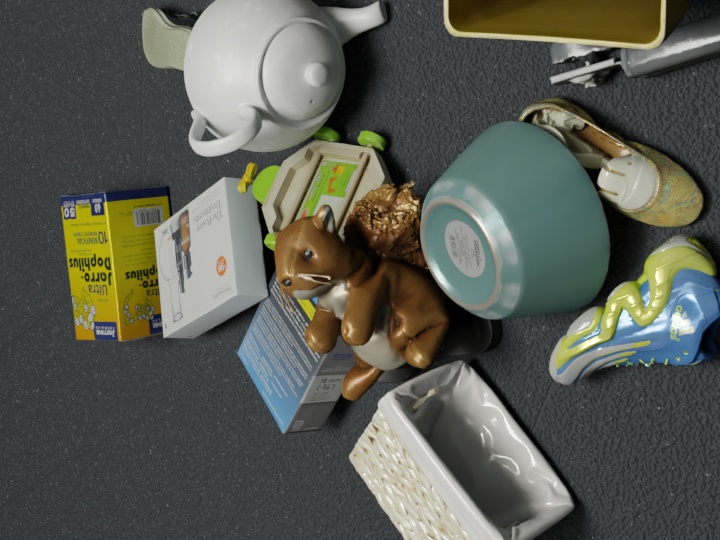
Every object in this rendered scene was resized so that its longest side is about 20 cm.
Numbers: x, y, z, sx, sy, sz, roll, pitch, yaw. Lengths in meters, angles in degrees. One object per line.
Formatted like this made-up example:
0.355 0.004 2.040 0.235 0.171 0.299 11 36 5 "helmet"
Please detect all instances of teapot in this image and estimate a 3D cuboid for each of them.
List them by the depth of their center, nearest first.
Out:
-0.090 -0.216 1.242 0.146 0.196 0.202 20 101 49 "teapot"

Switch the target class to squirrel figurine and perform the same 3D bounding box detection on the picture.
0.000 0.000 1.176 0.186 0.201 0.141 42 147 -15 "squirrel figurine"

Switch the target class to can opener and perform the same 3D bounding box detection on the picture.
0.258 -0.210 1.030 0.199 0.053 0.067 -13 89 41 "can opener"

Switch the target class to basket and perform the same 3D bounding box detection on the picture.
0.099 0.218 1.183 0.200 0.135 0.124 52 132 20 "basket"

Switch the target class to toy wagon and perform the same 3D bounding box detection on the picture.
-0.056 -0.090 1.296 0.199 0.040 0.156 12 72 39 "toy wagon"

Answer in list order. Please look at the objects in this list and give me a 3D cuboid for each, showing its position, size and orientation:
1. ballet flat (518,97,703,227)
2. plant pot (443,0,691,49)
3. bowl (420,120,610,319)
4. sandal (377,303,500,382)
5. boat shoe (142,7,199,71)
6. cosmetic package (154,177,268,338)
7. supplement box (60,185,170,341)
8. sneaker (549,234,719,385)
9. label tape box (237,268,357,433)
0.227 -0.101 1.067 0.200 0.070 0.071 40 121 30 "ballet flat"
0.199 -0.310 0.964 0.199 0.176 0.202 12 115 33 "plant pot"
0.132 -0.033 1.096 0.201 0.105 0.202 38 141 39 "bowl"
0.065 0.075 1.257 0.199 0.043 0.077 -24 81 42 "sandal"
-0.230 -0.294 1.455 0.200 0.062 0.075 30 122 52 "boat shoe"
-0.193 -0.011 1.433 0.200 0.051 0.152 -28 66 50 "cosmetic package"
-0.328 -0.010 1.555 0.108 0.109 0.202 -1 96 42 "supplement box"
0.264 0.065 1.054 0.105 0.075 0.200 53 126 22 "sneaker"
-0.061 0.071 1.339 0.144 0.063 0.201 54 128 39 "label tape box"
